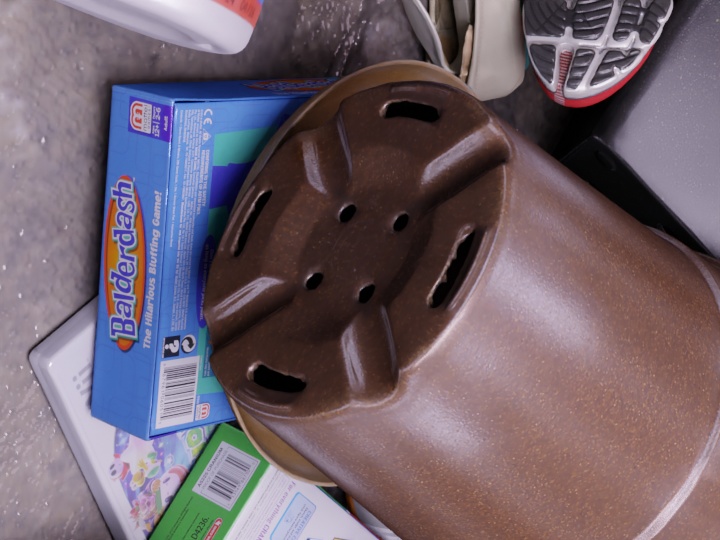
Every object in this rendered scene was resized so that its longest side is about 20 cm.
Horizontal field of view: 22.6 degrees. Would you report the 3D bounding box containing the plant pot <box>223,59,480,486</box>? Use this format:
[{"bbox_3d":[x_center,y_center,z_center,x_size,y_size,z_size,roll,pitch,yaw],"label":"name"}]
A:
[{"bbox_3d":[0.000,0.000,0.838,0.200,0.027,0.201,-20,118,-43],"label":"plant pot"}]

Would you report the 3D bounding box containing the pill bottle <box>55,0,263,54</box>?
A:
[{"bbox_3d":[-0.067,-0.198,0.723,0.112,0.112,0.201,19,90,-50],"label":"pill bottle"}]

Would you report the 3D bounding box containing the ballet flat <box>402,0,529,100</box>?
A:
[{"bbox_3d":[0.046,-0.173,0.904,0.069,0.069,0.201,-34,128,-36],"label":"ballet flat"}]

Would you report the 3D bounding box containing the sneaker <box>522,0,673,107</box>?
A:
[{"bbox_3d":[0.132,-0.154,0.955,0.085,0.077,0.201,83,18,-51],"label":"sneaker"}]

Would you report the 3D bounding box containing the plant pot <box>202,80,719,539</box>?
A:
[{"bbox_3d":[0.053,0.033,0.755,0.198,0.200,0.201,39,74,-40],"label":"plant pot"}]

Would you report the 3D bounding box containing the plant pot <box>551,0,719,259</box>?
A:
[{"bbox_3d":[0.217,-0.073,0.998,0.177,0.200,0.200,-43,90,-9],"label":"plant pot"}]

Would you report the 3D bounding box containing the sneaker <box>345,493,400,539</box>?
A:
[{"bbox_3d":[0.086,0.088,0.987,0.199,0.076,0.092,-12,113,-11],"label":"sneaker"}]

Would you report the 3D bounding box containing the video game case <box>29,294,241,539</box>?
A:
[{"bbox_3d":[-0.062,0.037,0.885,0.200,0.018,0.144,-42,132,-30],"label":"video game case"}]

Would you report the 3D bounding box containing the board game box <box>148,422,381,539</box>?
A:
[{"bbox_3d":[-0.049,0.188,0.919,0.153,0.040,0.200,-58,143,-13],"label":"board game box"}]

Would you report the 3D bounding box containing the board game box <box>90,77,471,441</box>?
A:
[{"bbox_3d":[-0.033,-0.013,0.851,0.199,0.045,0.153,-7,108,-47],"label":"board game box"}]
